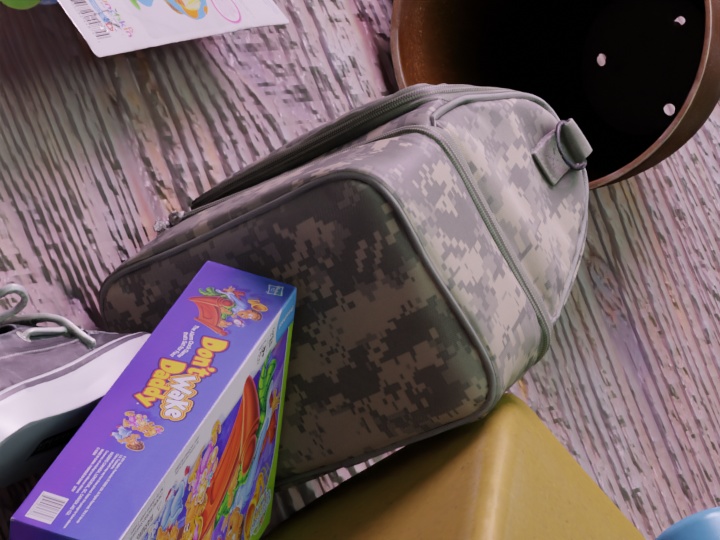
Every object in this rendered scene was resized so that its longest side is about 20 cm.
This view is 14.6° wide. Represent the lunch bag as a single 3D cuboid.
[{"bbox_3d":[0.000,0.000,1.322,0.140,0.200,0.168,60,37,-8],"label":"lunch bag"}]

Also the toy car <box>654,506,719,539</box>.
[{"bbox_3d":[0.180,0.257,1.457,0.200,0.176,0.185,60,5,-60],"label":"toy car"}]

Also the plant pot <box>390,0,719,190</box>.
[{"bbox_3d":[0.140,-0.131,1.638,0.200,0.187,0.187,5,63,-68],"label":"plant pot"}]

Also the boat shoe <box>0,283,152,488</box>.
[{"bbox_3d":[-0.146,0.049,1.204,0.068,0.074,0.199,45,26,10],"label":"boat shoe"}]

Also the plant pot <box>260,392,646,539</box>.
[{"bbox_3d":[0.048,0.171,1.281,0.196,0.194,0.200,48,27,-21],"label":"plant pot"}]

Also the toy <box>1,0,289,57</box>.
[{"bbox_3d":[-0.123,-0.148,1.381,0.115,0.047,0.200,53,22,8],"label":"toy"}]

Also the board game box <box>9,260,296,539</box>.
[{"bbox_3d":[-0.088,0.106,1.190,0.200,0.045,0.135,-57,159,-53],"label":"board game box"}]
